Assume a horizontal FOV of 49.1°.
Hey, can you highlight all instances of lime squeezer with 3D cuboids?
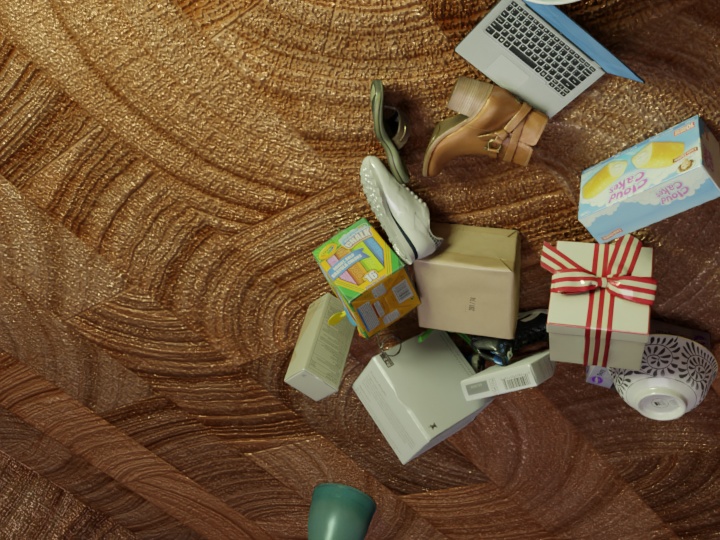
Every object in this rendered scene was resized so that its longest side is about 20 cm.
[{"bbox_3d":[0.182,0.121,1.613,0.199,0.071,0.038,15,133,-45],"label":"lime squeezer"}]

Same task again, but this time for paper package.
[{"bbox_3d":[0.199,0.021,1.460,0.189,0.104,0.201,6,139,14],"label":"paper package"}]

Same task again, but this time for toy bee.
[{"bbox_3d":[-0.003,0.094,1.591,0.130,0.201,0.109,-8,163,-11],"label":"toy bee"}]

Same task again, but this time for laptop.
[{"bbox_3d":[0.251,-0.284,1.085,0.187,0.116,0.200,33,138,-16],"label":"laptop"}]

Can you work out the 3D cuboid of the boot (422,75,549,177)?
[{"bbox_3d":[0.190,-0.196,1.235,0.154,0.074,0.200,23,140,-2],"label":"boot"}]

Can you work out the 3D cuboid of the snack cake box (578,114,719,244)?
[{"bbox_3d":[0.433,-0.133,1.187,0.199,0.115,0.067,-26,123,40],"label":"snack cake box"}]

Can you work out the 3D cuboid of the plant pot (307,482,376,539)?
[{"bbox_3d":[-0.070,0.764,2.335,0.199,0.189,0.201,10,139,9],"label":"plant pot"}]

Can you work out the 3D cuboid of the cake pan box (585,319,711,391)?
[{"bbox_3d":[0.554,0.173,1.538,0.183,0.052,0.201,16,140,6],"label":"cake pan box"}]

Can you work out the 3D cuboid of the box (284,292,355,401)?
[{"bbox_3d":[-0.078,0.159,1.643,0.095,0.201,0.078,36,137,-21],"label":"box"}]

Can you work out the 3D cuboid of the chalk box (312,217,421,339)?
[{"bbox_3d":[0.000,0.000,1.457,0.124,0.200,0.125,-34,138,-6],"label":"chalk box"}]

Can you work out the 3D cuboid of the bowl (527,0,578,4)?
[{"bbox_3d":[0.234,-0.426,0.920,0.199,0.105,0.202,8,123,12],"label":"bowl"}]

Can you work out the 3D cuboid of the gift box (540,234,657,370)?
[{"bbox_3d":[0.404,0.044,1.353,0.183,0.201,0.187,1,153,15],"label":"gift box"}]

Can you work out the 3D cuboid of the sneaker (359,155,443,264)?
[{"bbox_3d":[0.068,-0.113,1.367,0.201,0.080,0.076,62,169,-7],"label":"sneaker"}]

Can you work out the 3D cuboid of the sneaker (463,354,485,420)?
[{"bbox_3d":[0.227,0.253,1.743,0.089,0.079,0.201,10,132,21],"label":"sneaker"}]

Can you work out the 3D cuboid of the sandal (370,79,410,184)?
[{"bbox_3d":[0.057,-0.226,1.267,0.057,0.080,0.201,-15,139,11],"label":"sandal"}]

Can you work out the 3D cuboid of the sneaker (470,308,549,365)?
[{"bbox_3d":[0.314,0.138,1.540,0.199,0.112,0.073,-1,137,22],"label":"sneaker"}]

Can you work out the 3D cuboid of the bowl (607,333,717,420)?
[{"bbox_3d":[0.562,0.218,1.474,0.199,0.095,0.201,11,140,9],"label":"bowl"}]

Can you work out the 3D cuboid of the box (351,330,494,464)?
[{"bbox_3d":[0.126,0.250,1.615,0.199,0.199,0.131,55,143,17],"label":"box"}]

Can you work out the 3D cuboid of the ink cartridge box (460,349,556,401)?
[{"bbox_3d":[0.315,0.201,1.561,0.160,0.199,0.048,-22,83,37],"label":"ink cartridge box"}]
